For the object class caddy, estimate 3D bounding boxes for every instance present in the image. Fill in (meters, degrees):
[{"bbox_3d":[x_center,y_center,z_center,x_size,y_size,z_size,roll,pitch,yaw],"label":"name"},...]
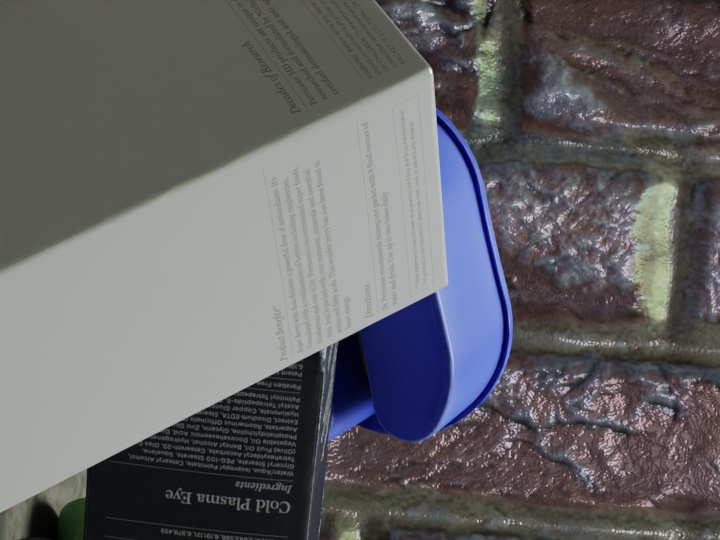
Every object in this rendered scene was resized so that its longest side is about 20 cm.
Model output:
[{"bbox_3d":[0.000,0.000,1.253,0.105,0.141,0.201,-39,119,-60],"label":"caddy"}]

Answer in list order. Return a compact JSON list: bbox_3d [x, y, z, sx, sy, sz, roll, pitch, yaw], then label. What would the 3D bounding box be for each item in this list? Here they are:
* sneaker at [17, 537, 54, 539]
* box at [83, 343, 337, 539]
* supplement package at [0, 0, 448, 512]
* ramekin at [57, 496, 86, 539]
[{"bbox_3d":[-0.170,0.219,1.156,0.085,0.072,0.201,-135,-130,-73],"label":"sneaker"},{"bbox_3d":[-0.066,0.071,1.121,0.200,0.103,0.183,-82,177,-68],"label":"box"},{"bbox_3d":[-0.085,-0.026,0.838,0.120,0.199,0.122,52,-19,35],"label":"supplement package"},{"bbox_3d":[-0.087,0.208,1.359,0.200,0.199,0.098,84,19,-68],"label":"ramekin"}]
